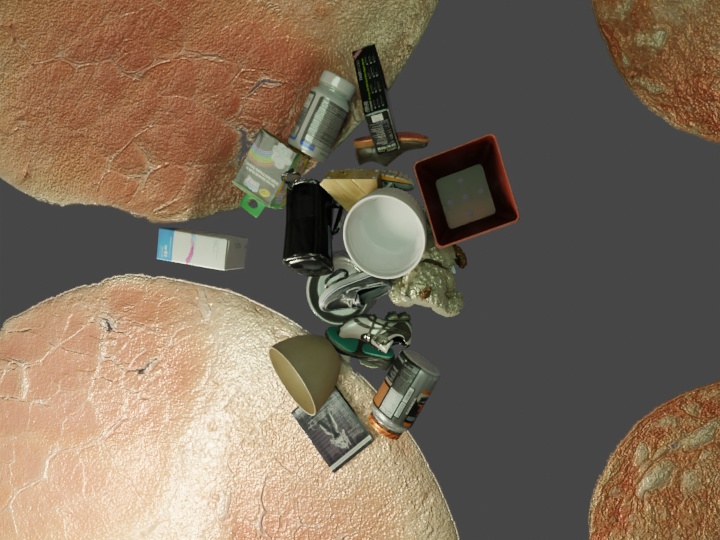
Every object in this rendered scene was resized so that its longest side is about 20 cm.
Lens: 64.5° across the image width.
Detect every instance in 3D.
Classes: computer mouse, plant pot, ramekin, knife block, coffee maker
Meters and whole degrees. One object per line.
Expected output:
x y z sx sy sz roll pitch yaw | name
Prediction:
0.000 0.000 1.433 0.194 0.034 0.060 -18 118 0 | computer mouse
0.251 -0.180 1.359 0.194 0.176 0.206 -18 89 11 | plant pot
0.064 -0.096 1.331 0.194 0.106 0.206 7 117 13 | ramekin
0.006 -0.155 1.418 0.193 0.064 0.181 2 118 12 | knife block
-0.127 0.246 1.464 0.133 0.200 0.203 -33 86 -25 | plant pot
-0.137 -0.106 1.402 0.133 0.189 0.206 -21 59 41 | coffee maker

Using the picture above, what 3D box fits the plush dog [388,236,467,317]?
0.169 0.000 1.390 0.194 0.161 0.177 11 72 10 | plush dog

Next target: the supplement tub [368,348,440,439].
0.106 0.314 1.441 0.121 0.122 0.204 31 99 7 | supplement tub

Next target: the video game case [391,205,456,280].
0.130 -0.055 1.467 0.194 0.022 0.188 -17 90 12 | video game case

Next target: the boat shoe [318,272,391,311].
-0.012 0.063 1.407 0.195 0.072 0.069 -23 45 8 | boat shoe

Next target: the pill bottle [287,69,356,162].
-0.095 -0.390 1.445 0.112 0.114 0.204 29 98 8 | pill bottle

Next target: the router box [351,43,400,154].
0.038 -0.407 1.364 0.060 0.150 0.206 -14 64 10 | router box

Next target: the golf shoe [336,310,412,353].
0.037 0.161 1.435 0.193 0.078 0.097 -7 62 -3 | golf shoe

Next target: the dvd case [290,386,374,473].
-0.076 0.419 1.536 0.148 0.016 0.202 -39 85 9 | dvd case

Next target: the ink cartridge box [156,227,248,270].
-0.413 -0.058 1.508 0.193 0.144 0.088 8 95 10 | ink cartridge box

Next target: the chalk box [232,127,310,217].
-0.239 -0.240 1.478 0.123 0.124 0.203 33 99 6 | chalk box

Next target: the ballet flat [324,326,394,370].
-0.007 0.213 1.486 0.195 0.068 0.070 21 126 7 | ballet flat

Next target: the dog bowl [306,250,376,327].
-0.053 0.051 1.490 0.193 0.059 0.207 1 93 11 | dog bowl

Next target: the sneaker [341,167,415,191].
0.045 -0.215 1.454 0.193 0.078 0.080 6 109 13 | sneaker

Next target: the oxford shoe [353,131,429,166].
0.081 -0.307 1.449 0.193 0.072 0.075 -2 113 15 | oxford shoe
